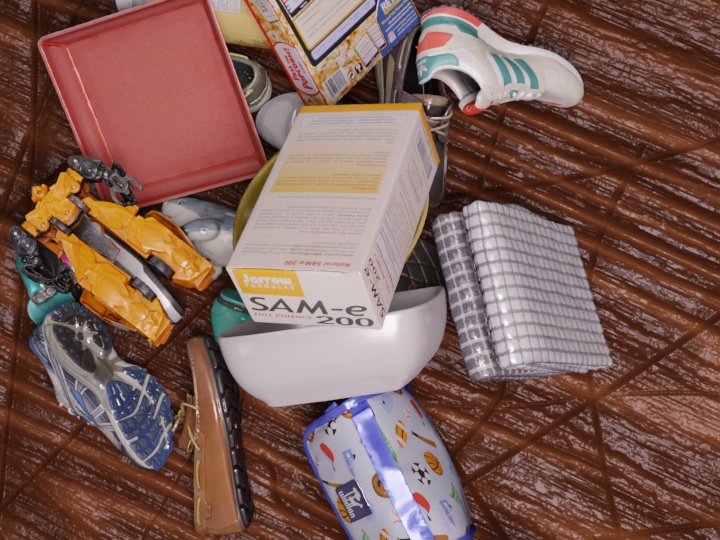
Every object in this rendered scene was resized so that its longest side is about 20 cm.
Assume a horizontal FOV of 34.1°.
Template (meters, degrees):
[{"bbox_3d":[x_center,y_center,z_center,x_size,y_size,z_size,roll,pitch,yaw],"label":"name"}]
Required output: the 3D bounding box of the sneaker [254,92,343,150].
[{"bbox_3d":[-0.039,-0.146,1.214,0.198,0.086,0.076,14,101,32],"label":"sneaker"}]

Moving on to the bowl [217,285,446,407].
[{"bbox_3d":[-0.017,0.071,1.083,0.196,0.200,0.076,-10,92,13],"label":"bowl"}]

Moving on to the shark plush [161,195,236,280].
[{"bbox_3d":[-0.115,-0.053,1.245,0.196,0.091,0.084,-10,49,8],"label":"shark plush"}]

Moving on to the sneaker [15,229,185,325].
[{"bbox_3d":[-0.288,0.020,1.232,0.199,0.084,0.121,38,80,17],"label":"sneaker"}]

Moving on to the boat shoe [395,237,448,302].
[{"bbox_3d":[0.000,0.000,1.223,0.197,0.074,0.077,11,67,-11],"label":"boat shoe"}]

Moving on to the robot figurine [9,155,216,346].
[{"bbox_3d":[-0.252,-0.021,1.174,0.199,0.058,0.146,36,77,9],"label":"robot figurine"}]

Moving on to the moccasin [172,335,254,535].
[{"bbox_3d":[-0.159,0.170,1.205,0.076,0.074,0.205,-7,97,9],"label":"moccasin"}]

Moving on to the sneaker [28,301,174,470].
[{"bbox_3d":[-0.269,0.124,1.217,0.084,0.077,0.202,-21,108,40],"label":"sneaker"}]

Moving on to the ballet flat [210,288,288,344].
[{"bbox_3d":[-0.064,0.077,1.226,0.197,0.067,0.072,15,106,7],"label":"ballet flat"}]

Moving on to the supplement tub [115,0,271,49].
[{"bbox_3d":[-0.149,-0.316,1.247,0.196,0.145,0.148,8,81,6],"label":"supplement tub"}]

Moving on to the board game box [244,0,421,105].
[{"bbox_3d":[-0.039,-0.287,1.164,0.152,0.201,0.046,-45,36,-21],"label":"board game box"}]

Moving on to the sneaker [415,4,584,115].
[{"bbox_3d":[0.141,-0.193,1.214,0.197,0.070,0.095,22,70,-22],"label":"sneaker"}]

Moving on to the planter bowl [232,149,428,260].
[{"bbox_3d":[-0.017,-0.034,1.124,0.197,0.084,0.203,-11,57,18],"label":"planter bowl"}]

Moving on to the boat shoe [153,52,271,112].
[{"bbox_3d":[-0.199,-0.202,1.275,0.198,0.060,0.073,-4,81,3],"label":"boat shoe"}]

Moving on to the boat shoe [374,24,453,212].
[{"bbox_3d":[0.058,-0.164,1.233,0.073,0.073,0.204,-5,79,-24],"label":"boat shoe"}]

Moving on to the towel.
[{"bbox_3d":[0.155,0.025,1.153,0.085,0.199,0.168,-23,73,32],"label":"towel"}]

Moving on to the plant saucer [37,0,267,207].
[{"bbox_3d":[-0.211,-0.177,1.227,0.197,0.037,0.202,-13,111,16],"label":"plant saucer"}]

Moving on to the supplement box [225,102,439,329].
[{"bbox_3d":[-0.019,-0.051,1.017,0.124,0.074,0.202,2,50,24],"label":"supplement box"}]

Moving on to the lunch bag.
[{"bbox_3d":[0.030,0.201,1.122,0.123,0.200,0.172,-28,81,-1],"label":"lunch bag"}]
